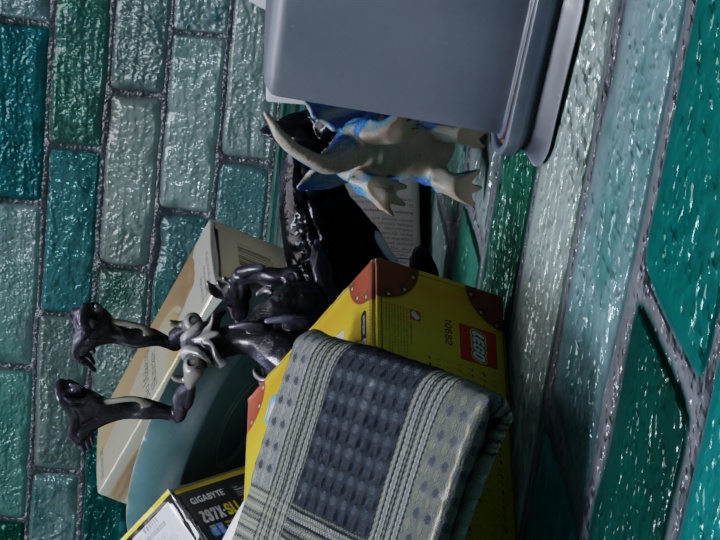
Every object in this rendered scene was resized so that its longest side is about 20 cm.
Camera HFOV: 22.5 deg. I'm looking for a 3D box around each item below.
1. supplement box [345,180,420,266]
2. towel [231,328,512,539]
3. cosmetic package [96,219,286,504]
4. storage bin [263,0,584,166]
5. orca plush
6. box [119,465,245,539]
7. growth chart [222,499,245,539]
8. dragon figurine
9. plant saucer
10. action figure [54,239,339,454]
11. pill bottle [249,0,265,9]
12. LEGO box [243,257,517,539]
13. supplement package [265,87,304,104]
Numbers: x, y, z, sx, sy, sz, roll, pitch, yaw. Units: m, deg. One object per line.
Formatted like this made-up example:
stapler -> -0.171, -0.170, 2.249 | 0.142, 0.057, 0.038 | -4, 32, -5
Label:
supplement box -> 0.000, 0.000, 1.239 | 0.126, 0.073, 0.200 | 100, 172, -55
towel -> -0.010, 0.132, 0.774 | 0.193, 0.035, 0.200 | 13, 84, 64
cosmetic package -> -0.123, 0.075, 1.344 | 0.200, 0.071, 0.105 | -59, 21, 22
storage bin -> 0.025, -0.159, 0.861 | 0.200, 0.134, 0.146 | -93, 10, -49
orca plush -> 0.004, 0.001, 1.081 | 0.071, 0.105, 0.200 | -146, 49, -72
box -> -0.090, 0.183, 1.165 | 0.049, 0.200, 0.160 | 52, 121, 18
growth chart -> -0.032, 0.151, 1.046 | 0.200, 0.018, 0.145 | -2, -60, -61
dragon figurine -> 0.001, -0.069, 0.996 | 0.099, 0.200, 0.059 | 18, 109, 45
plant saucer -> -0.088, 0.096, 1.187 | 0.200, 0.027, 0.200 | -56, -18, -30
action figure -> -0.070, 0.050, 1.052 | 0.102, 0.200, 0.119 | 62, -157, -68
pill bottle -> -0.022, -0.273, 1.181 | 0.200, 0.111, 0.111 | -46, 1, -8
LEGO box -> 0.005, 0.120, 0.878 | 0.149, 0.077, 0.200 | -48, 33, 46
supplement package -> -0.008, -0.228, 1.313 | 0.110, 0.114, 0.200 | 101, 171, -54
